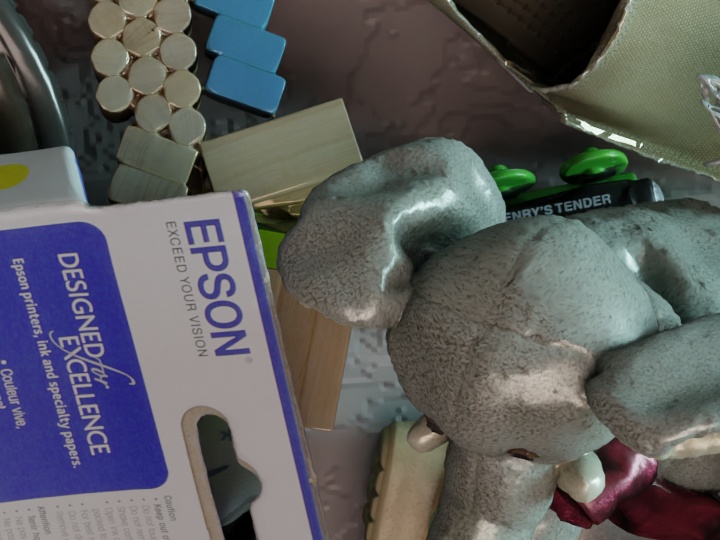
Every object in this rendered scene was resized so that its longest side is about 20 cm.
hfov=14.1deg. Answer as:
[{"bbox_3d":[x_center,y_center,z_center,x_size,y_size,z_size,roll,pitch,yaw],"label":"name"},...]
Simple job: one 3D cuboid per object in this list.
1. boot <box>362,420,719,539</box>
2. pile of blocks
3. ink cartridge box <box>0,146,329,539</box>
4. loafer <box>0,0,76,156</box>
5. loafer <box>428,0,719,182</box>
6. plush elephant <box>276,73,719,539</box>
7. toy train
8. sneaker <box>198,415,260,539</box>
[{"bbox_3d":[0.073,0.148,1.006,0.166,0.072,0.200,10,109,-5],"label":"boot"},{"bbox_3d":[-0.047,-0.046,0.895,0.082,0.062,0.200,-15,90,-4],"label":"pile of blocks"},{"bbox_3d":[-0.109,0.058,0.859,0.200,0.047,0.198,-7,123,7],"label":"ink cartridge box"},{"bbox_3d":[-0.127,-0.006,0.887,0.071,0.073,0.200,-19,119,-23],"label":"loafer"},{"bbox_3d":[0.078,-0.076,0.905,0.200,0.068,0.076,26,110,-16],"label":"loafer"},{"bbox_3d":[0.063,0.038,0.832,0.155,0.165,0.200,-12,120,-47],"label":"plush elephant"},{"bbox_3d":[0.000,0.000,0.943,0.200,0.056,0.042,-11,71,5],"label":"toy train"},{"bbox_3d":[-0.081,0.124,0.976,0.074,0.087,0.200,20,113,-16],"label":"sneaker"}]
